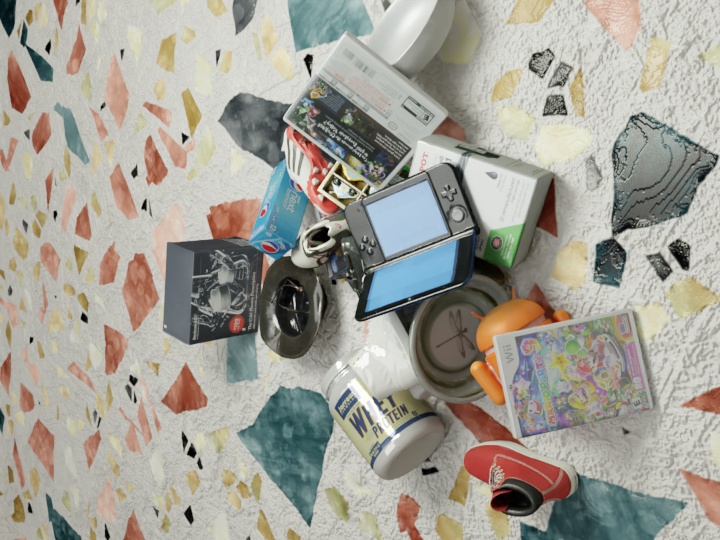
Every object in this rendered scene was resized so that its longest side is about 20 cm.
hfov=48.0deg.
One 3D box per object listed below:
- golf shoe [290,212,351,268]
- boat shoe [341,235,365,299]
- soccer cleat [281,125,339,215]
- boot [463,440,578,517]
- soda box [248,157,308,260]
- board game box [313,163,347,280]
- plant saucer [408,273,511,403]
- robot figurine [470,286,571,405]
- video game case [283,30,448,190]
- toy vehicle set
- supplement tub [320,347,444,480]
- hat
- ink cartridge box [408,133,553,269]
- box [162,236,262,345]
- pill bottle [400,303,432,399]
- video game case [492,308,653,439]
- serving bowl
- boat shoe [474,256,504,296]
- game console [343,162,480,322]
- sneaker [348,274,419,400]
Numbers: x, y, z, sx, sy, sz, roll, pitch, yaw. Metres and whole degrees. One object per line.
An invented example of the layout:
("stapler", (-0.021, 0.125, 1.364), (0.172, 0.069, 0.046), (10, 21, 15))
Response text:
("golf shoe", (-0.077, -0.056, 1.445), (0.200, 0.088, 0.078), (-29, 77, 45))
("boat shoe", (0.000, 0.000, 1.416), (0.200, 0.056, 0.069), (85, -173, -56))
("soccer cleat", (-0.091, -0.174, 1.464), (0.201, 0.068, 0.085), (64, 144, 22))
("boot", (0.211, 0.321, 1.245), (0.199, 0.144, 0.073), (3, 99, 47))
("soda box", (-0.145, -0.122, 1.529), (0.064, 0.068, 0.201), (-33, 34, 44))
("board game box", (0.007, -0.102, 1.456), (0.199, 0.062, 0.201), (-17, 83, 45))
("plant saucer", (0.152, 0.102, 1.248), (0.050, 0.199, 0.201), (9, 102, 62))
("robot figurine", (0.249, 0.126, 1.189), (0.144, 0.116, 0.201), (-37, 80, 30))
("video game case", (0.006, -0.244, 1.269), (0.200, 0.023, 0.182), (36, 125, -11))
("toy vehicle set", (0.043, -0.129, 1.357), (0.200, 0.027, 0.125), (35, 94, 14))
("supplement tub", (0.035, 0.247, 1.415), (0.200, 0.145, 0.145), (48, 127, 30))
("hat", (-0.118, 0.073, 1.599), (0.200, 0.081, 0.202), (-2, 88, 41))
("ink cartridge box", (0.170, -0.109, 1.233), (0.199, 0.083, 0.147), (22, 113, 24))
("box", (-0.313, 0.039, 1.721), (0.104, 0.182, 0.201), (18, 109, 43))
("pill bottle", (0.092, 0.105, 1.360), (0.112, 0.112, 0.201), (-47, 62, 39))
("video game case", (0.294, 0.141, 1.118), (0.018, 0.199, 0.144), (133, 125, -84))
("serving bowl", (0.085, -0.374, 1.296), (0.200, 0.066, 0.201), (-42, 30, 31))
("boat shoe", (0.127, -0.006, 1.290), (0.200, 0.072, 0.066), (24, 113, 6))
("game console", (0.063, -0.042, 1.187), (0.199, 0.118, 0.171), (-21, 93, 28))
("sneaker", (0.020, 0.105, 1.288), (0.115, 0.074, 0.201), (-28, 71, 12))
